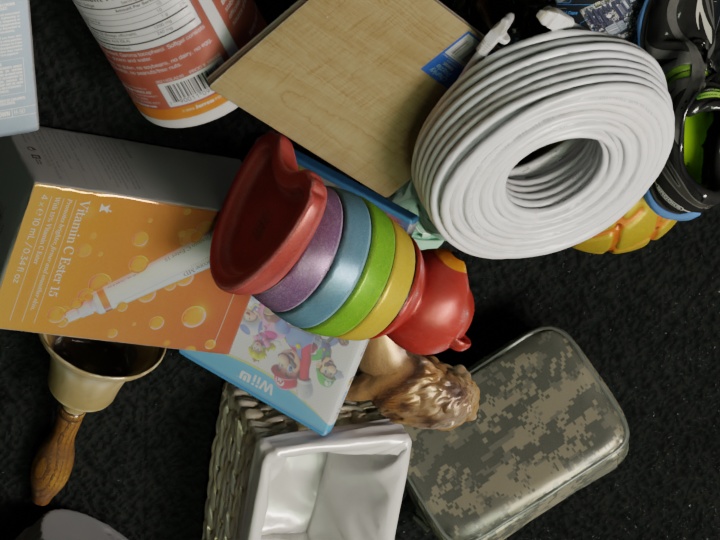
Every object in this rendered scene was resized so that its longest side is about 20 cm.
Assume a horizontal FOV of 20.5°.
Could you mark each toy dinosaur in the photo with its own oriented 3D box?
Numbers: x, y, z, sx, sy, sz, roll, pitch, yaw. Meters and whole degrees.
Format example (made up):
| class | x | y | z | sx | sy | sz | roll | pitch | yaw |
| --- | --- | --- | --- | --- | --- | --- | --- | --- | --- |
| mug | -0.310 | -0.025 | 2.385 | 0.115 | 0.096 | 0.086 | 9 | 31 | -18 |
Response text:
| class | x | y | z | sx | sy | sz | roll | pitch | yaw |
| --- | --- | --- | --- | --- | --- | --- | --- | --- | --- |
| toy dinosaur | 0.080 | -0.196 | 1.495 | 0.101 | 0.136 | 0.201 | -9 | 96 | -12 |

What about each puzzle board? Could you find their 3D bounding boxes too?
| class | x | y | z | sx | sy | sz | roll | pitch | yaw |
| --- | --- | --- | --- | --- | --- | --- | --- | --- | --- |
| puzzle board | 0.010 | -0.137 | 1.408 | 0.150 | 0.017 | 0.200 | -38 | 139 | 22 |

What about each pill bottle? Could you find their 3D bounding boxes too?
| class | x | y | z | sx | sy | sz | roll | pitch | yaw |
| --- | --- | --- | --- | --- | --- | --- | --- | --- | --- |
| pill bottle | -0.146 | -0.205 | 1.379 | 0.112 | 0.112 | 0.200 | -31 | 129 | -3 |

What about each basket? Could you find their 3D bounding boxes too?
| class | x | y | z | sx | sy | sz | roll | pitch | yaw |
| --- | --- | --- | --- | --- | --- | --- | --- | --- | --- |
| basket | -0.052 | 0.190 | 1.685 | 0.135 | 0.124 | 0.201 | -4 | 124 | -23 |

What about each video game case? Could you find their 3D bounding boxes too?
| class | x | y | z | sx | sy | sz | roll | pitch | yaw |
| --- | --- | --- | --- | --- | --- | --- | --- | --- | --- |
| video game case | -0.052 | 0.013 | 1.569 | 0.018 | 0.143 | 0.201 | -35 | 150 | -62 |

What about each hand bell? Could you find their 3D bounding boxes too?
| class | x | y | z | sx | sy | sz | roll | pitch | yaw |
| --- | --- | --- | --- | --- | --- | --- | --- | --- | --- |
| hand bell | -0.230 | 0.116 | 1.590 | 0.104 | 0.104 | 0.201 | 2 | 133 | -26 |

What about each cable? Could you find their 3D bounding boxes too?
| class | x | y | z | sx | sy | sz | roll | pitch | yaw |
| --- | --- | --- | --- | --- | --- | --- | --- | --- | --- |
| cable | 0.136 | -0.089 | 1.449 | 0.199 | 0.069 | 0.200 | 9 | 134 | -38 |

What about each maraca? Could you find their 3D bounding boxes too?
| class | x | y | z | sx | sy | sz | roll | pitch | yaw |
| --- | --- | --- | --- | --- | --- | --- | --- | --- | --- |
| maraca | 0.184 | -0.069 | 1.621 | 0.199 | 0.137 | 0.108 | 3 | 76 | -35 |

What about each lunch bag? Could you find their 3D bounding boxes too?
| class | x | y | z | sx | sy | sz | roll | pitch | yaw |
| --- | --- | --- | --- | --- | --- | --- | --- | --- | --- |
| lunch bag | 0.126 | 0.156 | 1.735 | 0.199 | 0.140 | 0.168 | -33 | 164 | -3 |

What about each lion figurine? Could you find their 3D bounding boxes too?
| class | x | y | z | sx | sy | sz | roll | pitch | yaw |
| --- | --- | --- | --- | --- | --- | --- | --- | --- | --- |
| lion figurine | 0.012 | 0.047 | 1.594 | 0.122 | 0.073 | 0.201 | -8 | 121 | 33 |

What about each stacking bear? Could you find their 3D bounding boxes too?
| class | x | y | z | sx | sy | sz | roll | pitch | yaw |
| --- | --- | --- | --- | --- | --- | --- | --- | --- | --- |
| stacking bear | 0.000 | 0.000 | 1.460 | 0.199 | 0.122 | 0.114 | 25 | 104 | -31 |

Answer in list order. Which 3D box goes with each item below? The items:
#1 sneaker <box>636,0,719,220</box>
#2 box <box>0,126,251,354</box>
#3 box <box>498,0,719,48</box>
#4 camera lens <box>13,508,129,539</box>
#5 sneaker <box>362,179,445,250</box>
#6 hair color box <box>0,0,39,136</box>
| class | x | y | z | sx | sy | sz | roll | pitch | yaw |
| --- | --- | --- | --- | --- | --- | --- | --- | --- | --- |
| sneaker | 0.261 | -0.140 | 1.545 | 0.070 | 0.083 | 0.201 | 3 | 86 | -31 |
| box | -0.181 | -0.022 | 1.495 | 0.199 | 0.098 | 0.125 | 8 | 118 | -30 |
| box | 0.192 | -0.202 | 1.585 | 0.199 | 0.046 | 0.160 | -4 | 122 | -24 |
| camera lens | -0.263 | 0.319 | 1.646 | 0.160 | 0.160 | 0.200 | 30 | 106 | -37 |
| sneaker | 0.044 | -0.028 | 1.586 | 0.073 | 0.118 | 0.201 | 2 | 122 | -28 |
| hair color box | -0.260 | -0.199 | 1.337 | 0.060 | 0.099 | 0.201 | -10 | 125 | -18 |
